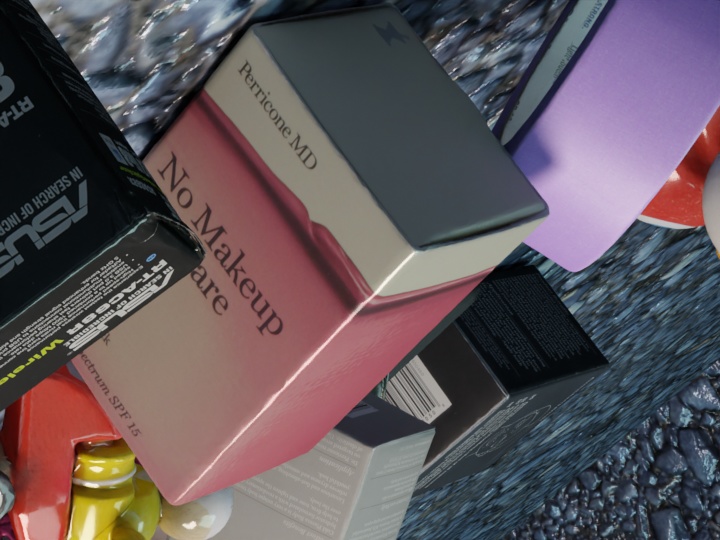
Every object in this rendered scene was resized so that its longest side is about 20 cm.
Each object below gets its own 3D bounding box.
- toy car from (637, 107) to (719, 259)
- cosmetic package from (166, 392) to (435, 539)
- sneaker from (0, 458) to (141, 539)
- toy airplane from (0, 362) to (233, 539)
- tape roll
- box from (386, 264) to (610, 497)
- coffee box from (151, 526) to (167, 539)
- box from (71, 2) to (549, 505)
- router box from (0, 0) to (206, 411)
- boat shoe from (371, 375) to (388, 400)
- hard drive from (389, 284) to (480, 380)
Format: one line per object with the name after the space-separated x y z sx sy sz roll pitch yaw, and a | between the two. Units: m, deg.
0.222 -0.048 1.130 0.184 0.200 0.177 10 140 -33 | toy car
-0.047 0.161 1.111 0.090 0.107 0.200 -10 123 -62 | cosmetic package
-0.195 0.165 1.188 0.200 0.081 0.088 -30 163 -21 | sneaker
-0.130 0.149 1.044 0.141 0.200 0.199 -20 163 -14 | toy airplane
0.128 -0.100 0.956 0.200 0.066 0.200 -58 -176 7 | tape roll
0.075 0.086 1.529 0.148 0.107 0.200 -43 164 24 | box
-0.112 0.200 1.277 0.113 0.080 0.200 25 106 -49 | coffee box
-0.036 -0.007 0.908 0.109 0.128 0.200 -17 156 -51 | box
-0.166 -0.008 0.539 0.200 0.150 0.062 -37 166 1 | router box
-0.021 0.133 1.184 0.072 0.071 0.200 4 114 -45 | boat shoe
-0.018 0.056 1.343 0.140 0.033 0.200 -45 161 30 | hard drive
